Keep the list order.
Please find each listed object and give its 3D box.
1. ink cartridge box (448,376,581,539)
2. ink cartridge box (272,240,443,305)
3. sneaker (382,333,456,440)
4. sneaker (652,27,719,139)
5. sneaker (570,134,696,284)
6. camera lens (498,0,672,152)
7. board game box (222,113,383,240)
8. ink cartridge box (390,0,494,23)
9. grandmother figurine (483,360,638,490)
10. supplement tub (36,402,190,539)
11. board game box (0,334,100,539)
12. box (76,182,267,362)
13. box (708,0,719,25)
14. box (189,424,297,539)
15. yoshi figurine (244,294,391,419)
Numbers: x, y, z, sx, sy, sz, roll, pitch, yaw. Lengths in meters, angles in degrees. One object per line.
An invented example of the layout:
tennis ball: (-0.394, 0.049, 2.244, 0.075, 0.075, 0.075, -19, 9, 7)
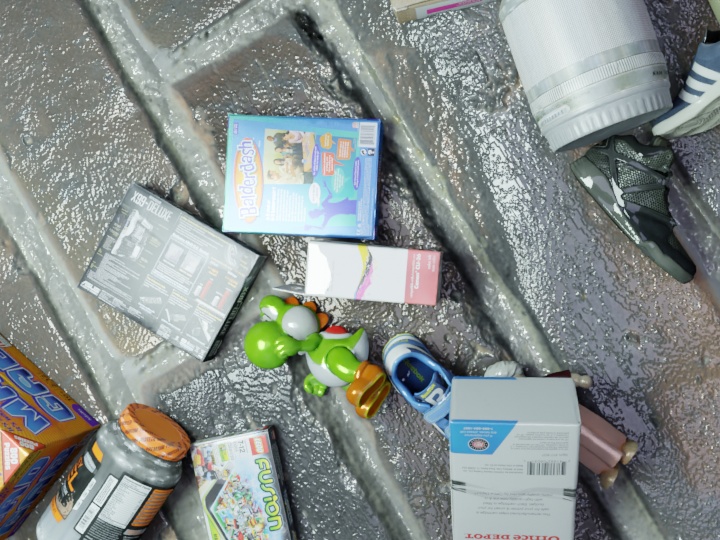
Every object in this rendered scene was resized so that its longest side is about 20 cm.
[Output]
ink cartridge box: (0.179, 0.229, 1.024, 0.145, 0.085, 0.201, 0, 122, 7)
ink cartridge box: (0.000, 0.000, 1.072, 0.198, 0.116, 0.068, 4, 91, 7)
sneaker: (0.104, 0.163, 1.077, 0.200, 0.082, 0.074, 39, 93, 2)
sneaker: (0.403, -0.225, 1.000, 0.074, 0.200, 0.085, -7, 71, -25)
sneaker: (0.356, -0.084, 1.046, 0.114, 0.076, 0.200, -39, 80, 15)
camera lens: (0.261, -0.258, 1.017, 0.159, 0.160, 0.202, -19, 88, 7)
board game box: (-0.073, -0.119, 1.118, 0.198, 0.045, 0.154, 4, 91, 7)
ink cartridge box: (0.122, -0.414, 1.078, 0.198, 0.075, 0.166, -11, 90, 6)
grandmother figurine: (0.241, 0.176, 1.071, 0.199, 0.061, 0.122, 33, 94, 5)
supplement tub: (-0.310, 0.278, 1.109, 0.122, 0.123, 0.201, 35, 93, 6)
board game box: (-0.498, 0.220, 1.094, 0.200, 0.200, 0.200, 40, 94, 6)
box: (-0.246, 0.001, 1.137, 0.199, 0.050, 0.159, 29, 93, 6)
box: (0.500, -0.266, 0.980, 0.096, 0.176, 0.201, -24, 86, 6)
box: (-0.147, 0.312, 1.132, 0.109, 0.035, 0.202, -13, 88, 7)
yoshi figurine: (-0.067, 0.113, 1.085, 0.199, 0.112, 0.113, 35, 117, 23)
